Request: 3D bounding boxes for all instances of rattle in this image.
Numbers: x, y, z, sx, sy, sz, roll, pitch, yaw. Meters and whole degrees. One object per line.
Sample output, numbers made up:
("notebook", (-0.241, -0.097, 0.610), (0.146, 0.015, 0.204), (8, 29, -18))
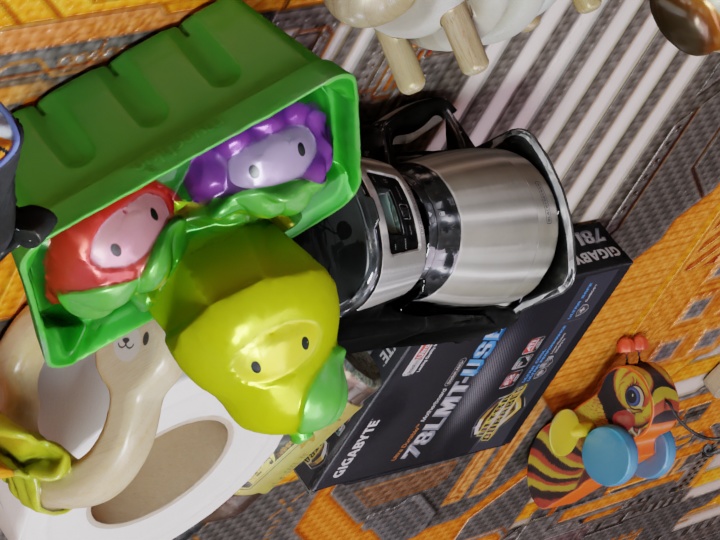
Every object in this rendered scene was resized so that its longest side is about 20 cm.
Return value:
("rattle", (-0.167, 0.041, 1.610), (0.143, 0.130, 0.200), (23, 129, -36))

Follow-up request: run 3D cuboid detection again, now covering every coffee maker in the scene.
("coffee maker", (0.000, 0.000, 1.733), (0.200, 0.135, 0.192), (-5, 141, -48))

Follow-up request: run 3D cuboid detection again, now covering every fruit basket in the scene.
("fruit basket", (-0.078, -0.011, 1.534), (0.215, 0.216, 0.156), (-30, 155, -14))

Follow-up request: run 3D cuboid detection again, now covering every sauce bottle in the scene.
("sauce bottle", (-0.075, 0.118, 1.921), (0.200, 0.065, 0.065), (-44, 154, 12))

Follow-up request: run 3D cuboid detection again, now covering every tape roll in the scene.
("tape roll", (-0.140, 0.099, 1.798), (0.202, 0.071, 0.203), (-29, 155, -15))

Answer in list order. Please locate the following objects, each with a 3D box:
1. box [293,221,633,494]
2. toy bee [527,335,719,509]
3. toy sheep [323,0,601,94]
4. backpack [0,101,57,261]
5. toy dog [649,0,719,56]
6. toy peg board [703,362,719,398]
("box", (0.067, 0.060, 2.030), (0.198, 0.050, 0.200), (-12, 145, -44))
("toy bee", (0.208, 0.110, 2.261), (0.200, 0.109, 0.131), (-18, 170, 20))
("toy sheep", (0.053, -0.175, 1.505), (0.200, 0.138, 0.138), (-31, 158, -41))
("backpack", (-0.254, -0.068, 1.218), (0.200, 0.191, 0.154), (-27, 148, -31))
("toy dog", (0.221, -0.212, 1.598), (0.139, 0.194, 0.200), (-31, 151, -42))
("toy peg board", (0.422, 0.066, 2.443), (0.200, 0.098, 0.199), (-47, 154, 20))
